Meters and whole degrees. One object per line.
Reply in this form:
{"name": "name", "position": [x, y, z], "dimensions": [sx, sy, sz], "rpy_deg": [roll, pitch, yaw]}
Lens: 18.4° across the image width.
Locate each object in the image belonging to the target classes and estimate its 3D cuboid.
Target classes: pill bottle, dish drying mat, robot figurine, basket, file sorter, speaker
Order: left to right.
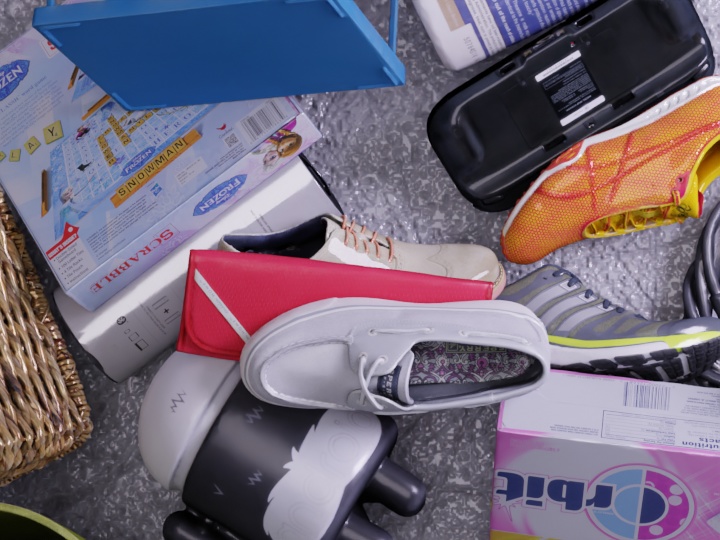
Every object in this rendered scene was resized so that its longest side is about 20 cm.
{"name": "basket", "position": [-0.298, 0.060, 1.488], "dimensions": [0.142, 0.149, 0.201], "rpy_deg": [-28, 84, 36]}
{"name": "speaker", "position": [-0.109, -0.011, 1.528], "dimensions": [0.200, 0.081, 0.081], "rpy_deg": [-36, 84, 4]}
{"name": "file sorter", "position": [-0.084, -0.191, 1.418], "dimensions": [0.199, 0.139, 0.123], "rpy_deg": [-3, 71, 20]}
{"name": "robot figurine", "position": [-0.054, 0.124, 1.498], "dimensions": [0.199, 0.150, 0.125], "rpy_deg": [30, 133, 6]}
{"name": "dish drying mat", "position": [-0.017, 0.032, 1.448], "dimensions": [0.199, 0.018, 0.077], "rpy_deg": [7, 109, -6]}
{"name": "pill bottle", "position": [0.125, -0.224, 1.495], "dimensions": [0.199, 0.111, 0.111], "rpy_deg": [-25, 85, 5]}

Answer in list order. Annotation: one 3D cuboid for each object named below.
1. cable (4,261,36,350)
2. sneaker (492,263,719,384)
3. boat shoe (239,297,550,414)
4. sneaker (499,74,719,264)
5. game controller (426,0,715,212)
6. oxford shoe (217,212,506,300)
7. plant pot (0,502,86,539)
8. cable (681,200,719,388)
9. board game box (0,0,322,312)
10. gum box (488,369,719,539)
{"name": "cable", "position": [-0.324, 0.031, 1.556], "dimensions": [0.199, 0.069, 0.201], "rpy_deg": [-16, 86, 6]}
{"name": "sneaker", "position": [0.147, 0.035, 1.494], "dimensions": [0.199, 0.074, 0.081], "rpy_deg": [0, 68, 14]}
{"name": "boat shoe", "position": [0.024, 0.062, 1.416], "dimensions": [0.199, 0.069, 0.072], "rpy_deg": [1, 109, -5]}
{"name": "sneaker", "position": [0.184, -0.057, 1.494], "dimensions": [0.200, 0.073, 0.077], "rpy_deg": [-31, 65, 6]}
{"name": "game controller", "position": [0.143, -0.119, 1.502], "dimensions": [0.200, 0.042, 0.104], "rpy_deg": [-32, 121, 4]}
{"name": "oxford shoe", "position": [0.000, 0.000, 1.477], "dimensions": [0.199, 0.071, 0.074], "rpy_deg": [-8, 123, -9]}
{"name": "plant pot", "position": [-0.227, 0.249, 1.475], "dimensions": [0.199, 0.193, 0.201], "rpy_deg": [0, 87, 6]}
{"name": "cable", "position": [0.302, 0.010, 1.502], "dimensions": [0.162, 0.051, 0.201], "rpy_deg": [12, 93, 12]}
{"name": "board game box", "position": [-0.158, -0.107, 1.520], "dimensions": [0.200, 0.041, 0.200], "rpy_deg": [-36, 60, 4]}
{"name": "gum box", "position": [0.188, 0.135, 1.466], "dimensions": [0.199, 0.066, 0.114], "rpy_deg": [6, 130, 7]}
